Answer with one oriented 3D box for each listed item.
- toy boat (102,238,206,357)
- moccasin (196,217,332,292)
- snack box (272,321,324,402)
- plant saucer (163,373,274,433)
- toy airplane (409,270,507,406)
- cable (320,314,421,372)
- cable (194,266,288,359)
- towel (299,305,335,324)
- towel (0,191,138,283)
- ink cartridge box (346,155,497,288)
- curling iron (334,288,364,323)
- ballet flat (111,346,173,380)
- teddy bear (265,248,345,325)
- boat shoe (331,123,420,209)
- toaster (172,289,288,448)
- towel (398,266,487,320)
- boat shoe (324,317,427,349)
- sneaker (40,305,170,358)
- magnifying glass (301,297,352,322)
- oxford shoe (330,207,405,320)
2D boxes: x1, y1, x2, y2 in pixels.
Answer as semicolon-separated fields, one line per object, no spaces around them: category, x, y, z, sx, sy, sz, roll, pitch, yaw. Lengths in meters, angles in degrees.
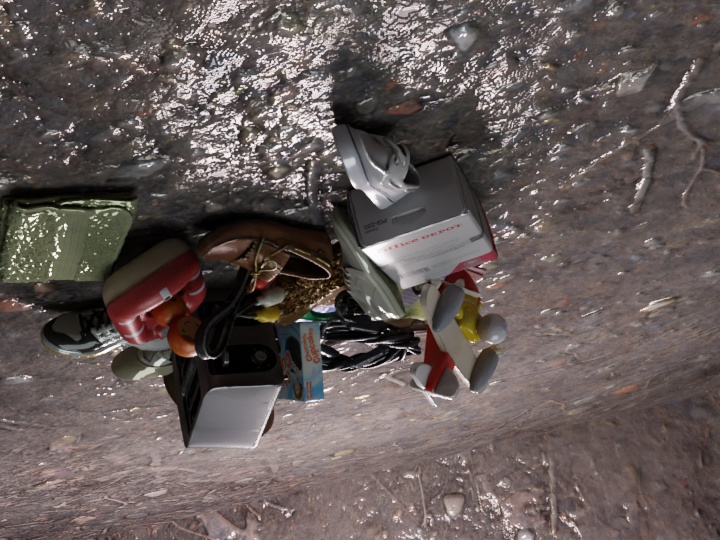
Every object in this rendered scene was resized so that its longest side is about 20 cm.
toy boat;-0.240;0.052;1.284;0.130;0.131;0.200;-36;165;-14
moccasin;-0.118;-0.017;1.294;0.074;0.078;0.201;-29;155;35
snack box;-0.117;0.138;1.563;0.037;0.117;0.200;-3;178;-29
plant saucer;-0.221;0.189;1.650;0.200;0.201;0.037;8;124;-45
toy airplane;0.143;0.099;1.476;0.141;0.200;0.200;-8;-176;22
cable;0.003;0.126;1.635;0.199;0.051;0.163;9;147;-24
cable;-0.150;0.043;1.308;0.050;0.098;0.200;2;-162;19
towel;-0.031;0.054;1.623;0.199;0.024;0.145;-22;157;23
towel;-0.340;-0.034;1.167;0.148;0.037;0.200;-3;157;-25
ink cartridge box;0.083;-0.056;1.314;0.145;0.085;0.200;-18;161;12
curling iron;0.041;0.020;1.451;0.200;0.026;0.050;-27;129;-31
ballet flat;-0.287;0.122;1.587;0.199;0.070;0.069;-10;160;-25
teddy bear;-0.046;0.006;1.444;0.200;0.067;0.145;-32;163;27
boat shoe;0.021;-0.124;1.131;0.065;0.074;0.200;-23;169;11
toaster;-0.195;0.148;1.481;0.118;0.181;0.200;2;137;-22
towel;0.101;0.023;1.587;0.143;0.023;0.200;-38;152;23
boat shoe;0.036;0.106;1.710;0.199;0.072;0.072;-15;-178;-6
sneaker;-0.339;0.065;1.407;0.199;0.076;0.088;-6;143;-30
magnifying glass;-0.102;0.058;1.563;0.199;0.022;0.080;-5;153;-11
oxford shoe;0.000;0.000;1.340;0.058;0.075;0.200;-20;132;12
